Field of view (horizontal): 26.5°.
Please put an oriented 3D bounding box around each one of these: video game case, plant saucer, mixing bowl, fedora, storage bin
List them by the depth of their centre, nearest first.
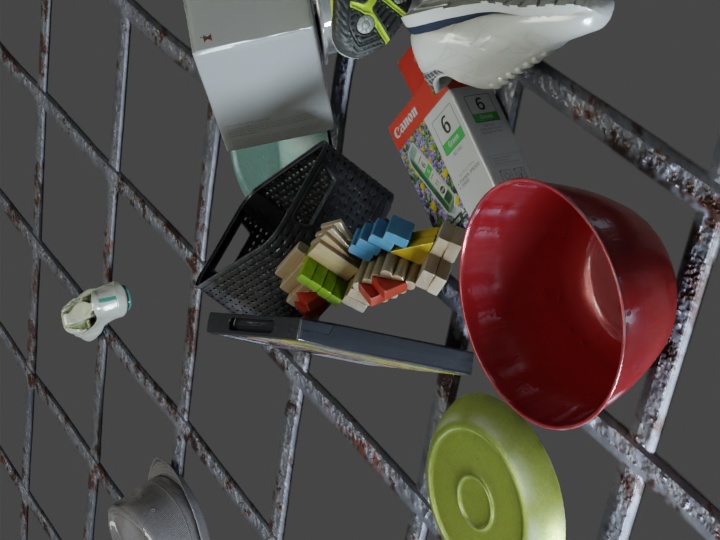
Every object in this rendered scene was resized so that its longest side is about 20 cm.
[{"bbox_3d":[0.180,0.018,1.222,0.200,0.108,0.202,23,119,52],"label":"mixing bowl"},{"bbox_3d":[0.119,0.218,1.457,0.200,0.031,0.201,25,120,53],"label":"plant saucer"},{"bbox_3d":[-0.021,0.070,1.476,0.180,0.199,0.026,1,80,57],"label":"video game case"},{"bbox_3d":[-0.069,-0.030,1.549,0.094,0.136,0.200,37,151,-16],"label":"storage bin"},{"bbox_3d":[-0.101,-0.132,1.679,0.201,0.038,0.202,24,119,53],"label":"plant saucer"},{"bbox_3d":[-0.284,0.357,2.080,0.200,0.090,0.178,41,132,44],"label":"fedora"}]

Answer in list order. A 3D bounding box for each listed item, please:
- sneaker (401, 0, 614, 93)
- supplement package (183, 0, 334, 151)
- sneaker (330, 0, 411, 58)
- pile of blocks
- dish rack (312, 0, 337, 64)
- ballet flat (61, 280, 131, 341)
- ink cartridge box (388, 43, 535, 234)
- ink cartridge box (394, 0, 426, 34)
[{"bbox_3d":[0.127,-0.195,1.263,0.199,0.076,0.081,1,115,44],"label":"sneaker"},{"bbox_3d":[-0.099,-0.220,1.482,0.200,0.116,0.118,77,-178,-68],"label":"supplement package"},{"bbox_3d":[0.004,-0.288,1.351,0.076,0.075,0.201,16,100,64],"label":"sneaker"},{"bbox_3d":[0.000,0.000,1.379,0.199,0.062,0.082,-17,125,33],"label":"pile of blocks"},{"bbox_3d":[-0.036,-0.307,1.464,0.172,0.043,0.201,161,97,-90],"label":"dish rack"},{"bbox_3d":[-0.390,0.059,2.174,0.200,0.069,0.070,-27,78,58],"label":"ballet flat"},{"bbox_3d":[0.077,-0.132,1.387,0.109,0.050,0.201,-48,60,52],"label":"ink cartridge box"},{"bbox_3d":[0.049,-0.333,1.365,0.199,0.040,0.201,-17,82,58],"label":"ink cartridge box"}]
